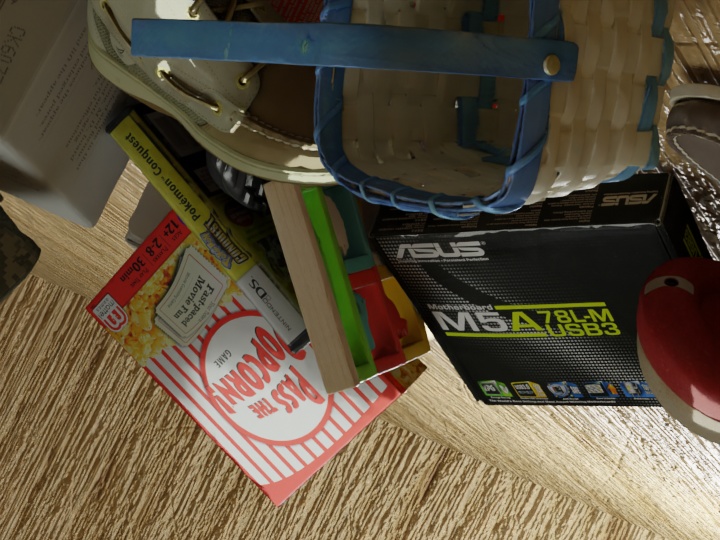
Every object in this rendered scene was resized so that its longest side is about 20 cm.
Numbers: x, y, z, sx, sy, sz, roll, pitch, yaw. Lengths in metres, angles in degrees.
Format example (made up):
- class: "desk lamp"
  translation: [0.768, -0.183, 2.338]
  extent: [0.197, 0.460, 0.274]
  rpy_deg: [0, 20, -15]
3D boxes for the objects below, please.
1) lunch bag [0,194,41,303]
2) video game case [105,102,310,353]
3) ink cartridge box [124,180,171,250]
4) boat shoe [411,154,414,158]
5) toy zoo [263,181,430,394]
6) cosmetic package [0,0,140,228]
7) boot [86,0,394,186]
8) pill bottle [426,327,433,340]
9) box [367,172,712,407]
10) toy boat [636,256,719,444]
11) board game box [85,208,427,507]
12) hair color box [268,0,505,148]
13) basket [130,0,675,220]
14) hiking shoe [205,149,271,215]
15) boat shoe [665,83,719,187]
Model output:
- class: "lunch bag"
  translation: [-0.305, -0.026, 1.109]
  extent: [0.168, 0.139, 0.200]
  rpy_deg: [47, 162, -17]
- class: "video game case"
  translation: [-0.063, -0.042, 1.212]
  extent: [0.181, 0.026, 0.200]
  rpy_deg: [50, -160, 3]
- class: "ink cartridge box"
  translation: [-0.078, -0.042, 1.429]
  extent: [0.084, 0.145, 0.200]
  rpy_deg: [21, 169, 25]
- class: "boat shoe"
  translation: [0.055, -0.046, 1.291]
  extent: [0.074, 0.068, 0.199]
  rpy_deg: [27, 171, -9]
- class: "toy zoo"
  translation: [0.000, 0.000, 1.174]
  extent: [0.020, 0.131, 0.200]
  rpy_deg: [-17, 179, 18]
- class: "cosmetic package"
  translation: [-0.219, -0.150, 1.129]
  extent: [0.165, 0.165, 0.200]
  rpy_deg: [25, 171, 11]
- class: "boot"
  translation: [-0.069, -0.136, 0.922]
  extent: [0.200, 0.072, 0.155]
  rpy_deg: [29, 146, 27]
- class: "pill bottle"
  translation: [0.009, 0.010, 1.395]
  extent: [0.112, 0.112, 0.200]
  rpy_deg: [20, -158, 32]
- class: "box"
  translation: [0.133, 0.018, 1.193]
  extent: [0.200, 0.048, 0.193]
  rpy_deg: [-1, 144, 29]
- class: "toy boat"
  translation: [0.256, 0.025, 1.038]
  extent: [0.200, 0.131, 0.131]
  rpy_deg: [5, 125, 8]
- class: "board game box"
  translation: [-0.074, 0.046, 1.294]
  extent: [0.200, 0.152, 0.046]
  rpy_deg: [45, -146, 1]
- class: "hair color box"
  translation: [0.008, -0.119, 1.020]
  extent: [0.200, 0.064, 0.111]
  rpy_deg: [22, 171, 31]
- class: "basket"
  translation: [0.022, -0.095, 0.808]
  extent: [0.200, 0.139, 0.176]
  rpy_deg: [-6, -167, -37]
- class: "hiking shoe"
  translation: [-0.069, -0.095, 1.175]
  extent: [0.101, 0.076, 0.200]
  rpy_deg: [30, -163, 10]
- class: "boat shoe"
  translation: [0.232, -0.028, 0.942]
  extent: [0.200, 0.060, 0.072]
  rpy_deg: [29, 170, -22]
